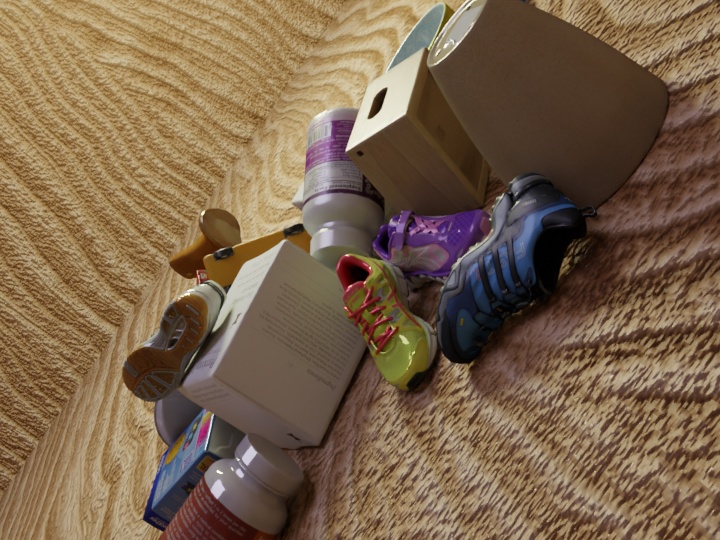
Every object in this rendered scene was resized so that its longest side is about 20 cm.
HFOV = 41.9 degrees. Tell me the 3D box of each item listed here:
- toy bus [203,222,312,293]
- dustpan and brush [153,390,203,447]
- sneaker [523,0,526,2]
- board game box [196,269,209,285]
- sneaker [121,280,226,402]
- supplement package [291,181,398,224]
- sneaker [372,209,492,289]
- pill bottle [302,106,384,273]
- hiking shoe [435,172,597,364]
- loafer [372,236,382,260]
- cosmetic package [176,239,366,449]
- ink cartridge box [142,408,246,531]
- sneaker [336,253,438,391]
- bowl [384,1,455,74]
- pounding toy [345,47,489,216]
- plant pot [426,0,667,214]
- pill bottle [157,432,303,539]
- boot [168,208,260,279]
[{"bbox_3d":[-0.123,-0.021,1.361,0.196,0.066,0.078,-19,1,-2],"label":"toy bus"},{"bbox_3d":[-0.270,0.265,1.487,0.057,0.137,0.204,29,113,54],"label":"dustpan and brush"},{"bbox_3d":[0.211,-0.382,1.419,0.078,0.066,0.202,-38,24,33],"label":"sneaker"},{"bbox_3d":[-0.221,0.097,1.367,0.201,0.019,0.105,-115,28,-54],"label":"board game box"},{"bbox_3d":[-0.233,0.092,1.213,0.200,0.076,0.088,-45,2,32],"label":"sneaker"},{"bbox_3d":[-0.008,-0.121,1.438,0.118,0.116,0.199,-58,18,-8],"label":"supplement package"},{"bbox_3d":[0.078,-0.036,1.106,0.199,0.088,0.081,-20,37,60],"label":"sneaker"},{"bbox_3d":[-0.021,-0.103,1.242,0.112,0.111,0.204,-32,49,50],"label":"pill bottle"},{"bbox_3d":[0.138,0.010,0.887,0.087,0.073,0.203,43,115,45],"label":"hiking shoe"},{"bbox_3d":[0.000,0.000,1.310,0.198,0.064,0.072,-28,0,28],"label":"loafer"},{"bbox_3d":[-0.105,0.101,1.211,0.164,0.164,0.202,-24,35,61],"label":"cosmetic package"},{"bbox_3d":[-0.243,0.296,1.379,0.200,0.076,0.137,-49,18,25],"label":"ink cartridge box"},{"bbox_3d":[0.018,0.054,1.053,0.078,0.090,0.201,-49,37,18],"label":"sneaker"},{"bbox_3d":[0.112,-0.292,1.434,0.201,0.107,0.201,-53,18,25],"label":"bowl"},{"bbox_3d":[0.077,-0.159,1.219,0.141,0.184,0.202,-26,31,33],"label":"pounding toy"},{"bbox_3d":[0.169,-0.180,0.940,0.188,0.199,0.188,-47,19,21],"label":"plant pot"},{"bbox_3d":[-0.155,0.294,1.085,0.201,0.111,0.112,-54,17,3],"label":"pill bottle"},{"bbox_3d":[-0.241,-0.030,1.460,0.141,0.201,0.072,-15,71,19],"label":"boot"}]
